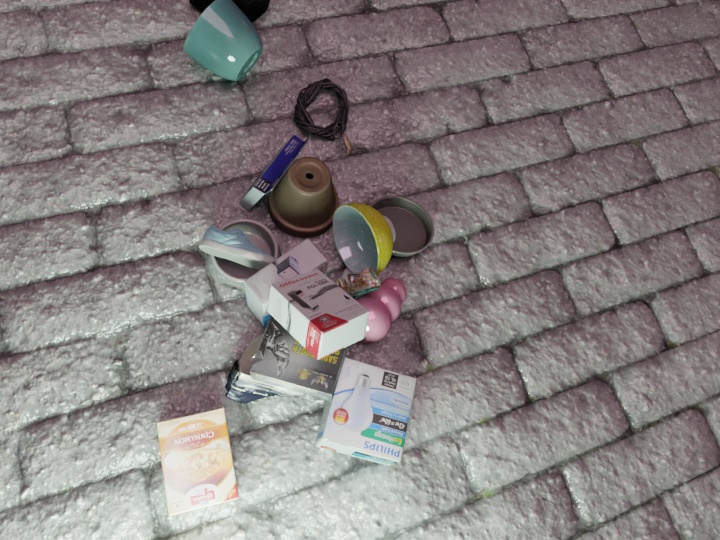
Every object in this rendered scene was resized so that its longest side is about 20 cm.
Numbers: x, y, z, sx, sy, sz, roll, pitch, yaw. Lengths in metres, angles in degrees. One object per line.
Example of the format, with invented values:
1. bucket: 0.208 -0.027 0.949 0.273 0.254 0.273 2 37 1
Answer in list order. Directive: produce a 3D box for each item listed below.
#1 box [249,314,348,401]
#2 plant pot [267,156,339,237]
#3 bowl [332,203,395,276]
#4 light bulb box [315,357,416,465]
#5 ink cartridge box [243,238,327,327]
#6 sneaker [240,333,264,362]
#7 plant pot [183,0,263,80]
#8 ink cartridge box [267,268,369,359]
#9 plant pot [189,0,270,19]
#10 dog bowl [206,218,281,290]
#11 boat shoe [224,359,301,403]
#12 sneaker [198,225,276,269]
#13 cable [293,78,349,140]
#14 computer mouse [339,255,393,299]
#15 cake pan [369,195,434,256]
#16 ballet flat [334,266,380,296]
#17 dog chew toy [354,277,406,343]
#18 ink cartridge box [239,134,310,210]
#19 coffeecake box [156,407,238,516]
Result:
1. box: -0.137 0.199 1.384 0.198 0.049 0.160 15 59 6
2. plant pot: -0.146 -0.213 1.588 0.198 0.175 0.203 4 68 -9
3. bowl: 0.026 -0.088 1.531 0.107 0.200 0.201 -23 75 -30
4. light bulb box: 0.013 0.342 1.435 0.196 0.125 0.202 16 65 -5
5. ink cartridge box: -0.187 0.032 1.499 0.199 0.147 0.086 -38 74 -23
6. sneaker: -0.210 0.188 1.482 0.200 0.075 0.085 -44 118 -8
7. plant pot: -0.377 -0.645 1.701 0.161 0.200 0.201 40 66 -10
8. ink cartridge box: -0.100 0.094 1.374 0.146 0.084 0.199 -21 44 -38
9. plant pot: -0.372 -0.849 1.782 0.177 0.200 0.200 43 66 -5
10. dog bowl: -0.303 -0.044 1.554 0.197 0.059 0.203 4 68 -10
11. boat shoe: -0.234 0.283 1.444 0.198 0.093 0.075 23 25 -26
12. sneaker: -0.299 -0.065 1.491 0.198 0.074 0.083 18 70 -5
13. cable: -0.115 -0.483 1.772 0.161 0.051 0.202 7 71 -4
14. computer mouse: 0.000 0.000 1.608 0.109 0.044 0.201 33 66 1
15. cake pan: 0.106 -0.120 1.659 0.198 0.037 0.202 8 55 -11
16. ballet flat: -0.028 0.042 1.512 0.075 0.199 0.065 -12 81 -51
17. dog chew toy: 0.049 0.095 1.545 0.124 0.125 0.200 42 59 6
18. ink cartridge box: -0.230 -0.266 1.577 0.040 0.199 0.201 39 65 -16
19. coffeecake box: -0.369 0.433 1.349 0.152 0.073 0.202 -9 72 -16
